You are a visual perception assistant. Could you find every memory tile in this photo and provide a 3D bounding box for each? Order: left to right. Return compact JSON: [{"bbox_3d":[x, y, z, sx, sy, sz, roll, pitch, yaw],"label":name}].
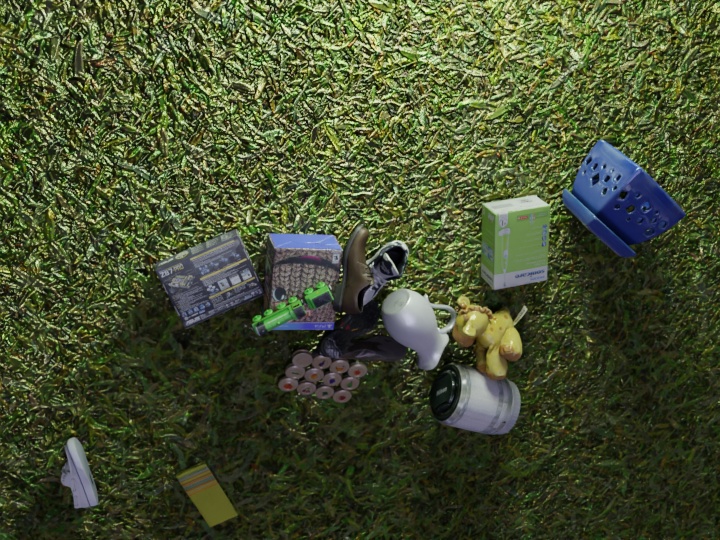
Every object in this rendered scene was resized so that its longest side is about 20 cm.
[{"bbox_3d":[-0.093,0.265,1.798,0.199,0.017,0.154,16,126,-21],"label":"memory tile"}]

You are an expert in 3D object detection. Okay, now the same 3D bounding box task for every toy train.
[{"bbox_3d":[-0.150,0.088,1.597,0.199,0.056,0.042,-28,117,-3],"label":"toy train"}]

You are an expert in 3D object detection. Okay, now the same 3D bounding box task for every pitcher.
[{"bbox_3d":[0.151,0.121,1.786,0.172,0.121,0.200,-53,125,-20],"label":"pitcher"}]

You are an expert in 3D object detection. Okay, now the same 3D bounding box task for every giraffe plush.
[{"bbox_3d":[0.304,0.153,1.809,0.161,0.173,0.201,20,98,-22],"label":"giraffe plush"}]

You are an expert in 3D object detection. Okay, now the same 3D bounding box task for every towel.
[{"bbox_3d":[-0.397,0.581,1.878,0.085,0.018,0.201,-22,118,1],"label":"towel"}]

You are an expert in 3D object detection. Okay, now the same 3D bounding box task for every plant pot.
[{"bbox_3d":[0.616,-0.163,1.744,0.199,0.200,0.180,33,108,-26],"label":"plant pot"}]

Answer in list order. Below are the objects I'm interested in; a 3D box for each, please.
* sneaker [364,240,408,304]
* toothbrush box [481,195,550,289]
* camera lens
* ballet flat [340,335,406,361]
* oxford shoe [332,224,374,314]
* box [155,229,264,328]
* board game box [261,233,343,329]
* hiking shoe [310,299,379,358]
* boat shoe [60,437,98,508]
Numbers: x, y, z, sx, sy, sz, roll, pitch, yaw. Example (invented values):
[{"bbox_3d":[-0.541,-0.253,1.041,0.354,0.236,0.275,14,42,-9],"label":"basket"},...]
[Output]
[{"bbox_3d":[0.039,0.007,1.663,0.199,0.130,0.080,-39,90,-7],"label":"sneaker"},{"bbox_3d":[0.377,-0.069,1.772,0.144,0.086,0.202,-10,115,-12],"label":"toothbrush box"},{"bbox_3d":[0.293,0.335,1.885,0.199,0.160,0.161,17,108,-22],"label":"camera lens"},{"bbox_3d":[0.018,0.201,1.810,0.198,0.068,0.046,2,145,-16],"label":"ballet flat"},{"bbox_3d":[0.000,0.000,1.623,0.084,0.073,0.202,11,95,20],"label":"oxford shoe"},{"bbox_3d":[-0.336,0.020,1.629,0.199,0.049,0.162,-24,119,-5],"label":"box"},{"bbox_3d":[-0.136,0.026,1.661,0.158,0.097,0.202,0,113,-16],"label":"board game box"},{"bbox_3d":[-0.039,0.135,1.743,0.200,0.100,0.076,-39,107,-33],"label":"hiking shoe"},{"bbox_3d":[-0.679,0.489,1.723,0.065,0.074,0.202,-13,115,-15],"label":"boat shoe"}]
